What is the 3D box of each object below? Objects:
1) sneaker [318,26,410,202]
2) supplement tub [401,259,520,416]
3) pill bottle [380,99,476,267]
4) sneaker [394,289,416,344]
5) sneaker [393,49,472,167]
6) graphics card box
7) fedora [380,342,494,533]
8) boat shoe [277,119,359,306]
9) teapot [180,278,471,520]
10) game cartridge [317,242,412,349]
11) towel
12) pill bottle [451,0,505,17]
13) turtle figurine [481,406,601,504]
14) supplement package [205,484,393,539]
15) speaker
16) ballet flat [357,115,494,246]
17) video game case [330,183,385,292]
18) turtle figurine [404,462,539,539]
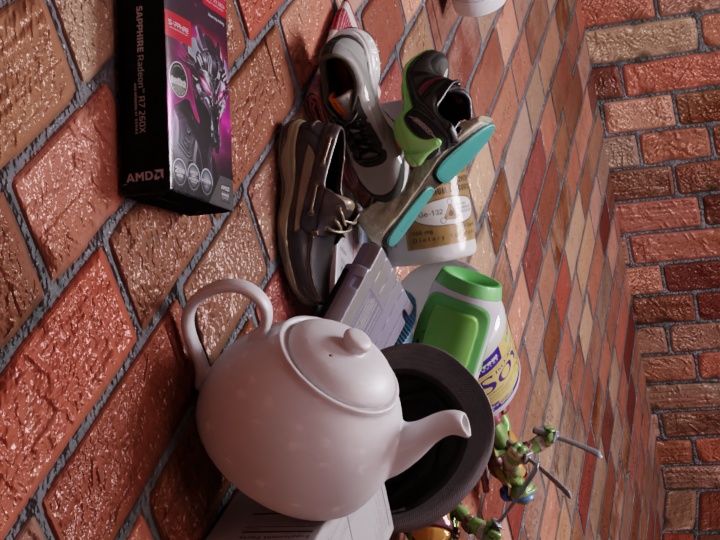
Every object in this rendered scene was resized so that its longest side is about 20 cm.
[{"bbox_3d":[-0.004,-0.168,1.539,0.079,0.074,0.201,-42,117,-56],"label":"sneaker"},{"bbox_3d":[0.122,0.091,1.749,0.200,0.145,0.146,66,26,-53],"label":"supplement tub"},{"bbox_3d":[0.074,-0.111,1.682,0.114,0.114,0.201,-21,103,-70],"label":"pill bottle"},{"bbox_3d":[0.017,0.113,1.569,0.081,0.076,0.201,80,24,-63],"label":"sneaker"},{"bbox_3d":[0.090,-0.187,1.558,0.200,0.083,0.077,-82,152,-50],"label":"sneaker"},{"bbox_3d":[-0.158,-0.153,1.171,0.125,0.051,0.201,20,67,-69],"label":"graphics card box"},{"bbox_3d":[0.040,0.177,1.425,0.200,0.177,0.090,-50,175,-5],"label":"fedora"},{"bbox_3d":[-0.043,-0.063,1.440,0.074,0.073,0.201,5,81,-70],"label":"boat shoe"},{"bbox_3d":[-0.041,0.107,1.194,0.199,0.146,0.198,4,38,-43],"label":"teapot"},{"bbox_3d":[-0.013,0.083,1.467,0.200,0.038,0.130,-62,144,-24],"label":"game cartridge"},{"bbox_3d":[-0.019,-0.211,1.632,0.200,0.023,0.144,-76,152,-46],"label":"towel"},{"bbox_3d":[0.161,-0.494,2.085,0.113,0.112,0.200,-74,151,-47],"label":"pill bottle"},{"bbox_3d":[0.248,0.241,2.037,0.144,0.200,0.194,-29,90,-36],"label":"turtle figurine"},{"bbox_3d":[-0.053,0.249,1.275,0.200,0.109,0.114,-52,134,-64],"label":"supplement package"},{"bbox_3d":[0.101,0.101,1.595,0.088,0.088,0.201,-22,130,-70],"label":"speaker"},{"bbox_3d":[0.071,-0.117,1.595,0.200,0.062,0.067,-48,160,0],"label":"ballet flat"},{"bbox_3d":[0.000,0.000,1.636,0.200,0.018,0.144,48,41,-60],"label":"video game case"},{"bbox_3d":[0.090,0.315,1.633,0.144,0.200,0.195,22,63,-30],"label":"turtle figurine"}]
